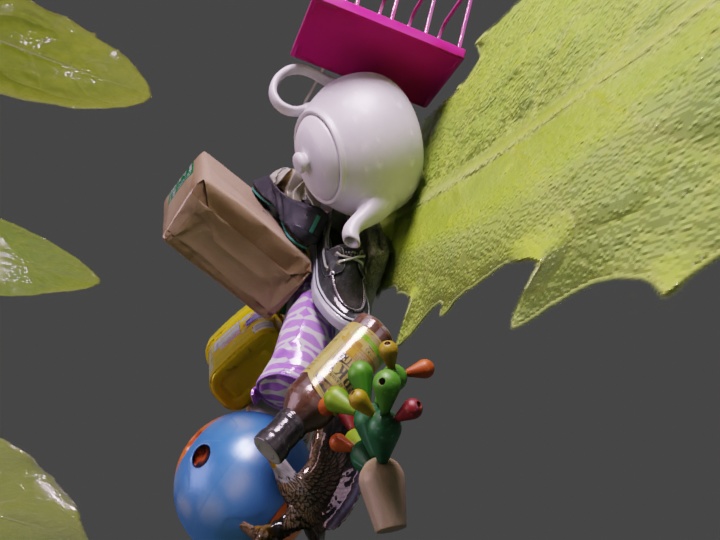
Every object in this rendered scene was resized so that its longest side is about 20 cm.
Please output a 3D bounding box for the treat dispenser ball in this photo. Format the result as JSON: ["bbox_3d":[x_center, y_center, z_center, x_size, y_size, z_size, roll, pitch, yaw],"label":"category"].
[{"bbox_3d":[-0.159,0.299,1.201,0.201,0.197,0.205,-164,90,-78],"label":"treat dispenser ball"}]

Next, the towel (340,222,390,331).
[{"bbox_3d":[0.000,0.000,1.233,0.200,0.036,0.151,-106,34,-69],"label":"towel"}]

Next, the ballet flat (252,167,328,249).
[{"bbox_3d":[-0.093,-0.099,1.190,0.200,0.072,0.074,50,125,55],"label":"ballet flat"}]

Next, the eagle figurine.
[{"bbox_3d":[-0.056,0.252,1.035,0.200,0.152,0.151,-45,48,-18],"label":"eagle figurine"}]

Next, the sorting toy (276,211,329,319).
[{"bbox_3d":[-0.101,-0.022,1.363,0.201,0.069,0.200,-66,24,14],"label":"sorting toy"}]

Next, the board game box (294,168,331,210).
[{"bbox_3d":[-0.038,-0.156,1.343,0.201,0.124,0.035,-83,-12,-56],"label":"board game box"}]

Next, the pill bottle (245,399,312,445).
[{"bbox_3d":[-0.149,0.300,1.363,0.112,0.110,0.203,-109,35,-69],"label":"pill bottle"}]

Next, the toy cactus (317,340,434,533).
[{"bbox_3d":[0.021,0.171,0.852,0.200,0.100,0.168,128,136,-55],"label":"toy cactus"}]

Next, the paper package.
[{"bbox_3d":[-0.174,-0.054,1.186,0.104,0.190,0.200,-48,20,7],"label":"paper package"}]

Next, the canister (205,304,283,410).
[{"bbox_3d":[-0.178,0.132,1.380,0.148,0.087,0.200,-41,14,-1],"label":"canister"}]

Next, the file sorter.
[{"bbox_3d":[0.031,-0.328,1.115,0.139,0.197,0.128,138,149,-68],"label":"file sorter"}]

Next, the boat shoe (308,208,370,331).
[{"bbox_3d":[-0.027,-0.008,1.120,0.071,0.071,0.202,-61,33,35],"label":"boat shoe"}]

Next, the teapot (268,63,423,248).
[{"bbox_3d":[-0.024,-0.157,1.110,0.199,0.144,0.201,28,128,53],"label":"teapot"}]

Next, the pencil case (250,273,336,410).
[{"bbox_3d":[-0.078,0.088,1.125,0.202,0.084,0.085,-76,-16,-47],"label":"pencil case"}]

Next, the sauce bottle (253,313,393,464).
[{"bbox_3d":[-0.040,0.134,0.976,0.200,0.065,0.065,-47,-3,-30],"label":"sauce bottle"}]
